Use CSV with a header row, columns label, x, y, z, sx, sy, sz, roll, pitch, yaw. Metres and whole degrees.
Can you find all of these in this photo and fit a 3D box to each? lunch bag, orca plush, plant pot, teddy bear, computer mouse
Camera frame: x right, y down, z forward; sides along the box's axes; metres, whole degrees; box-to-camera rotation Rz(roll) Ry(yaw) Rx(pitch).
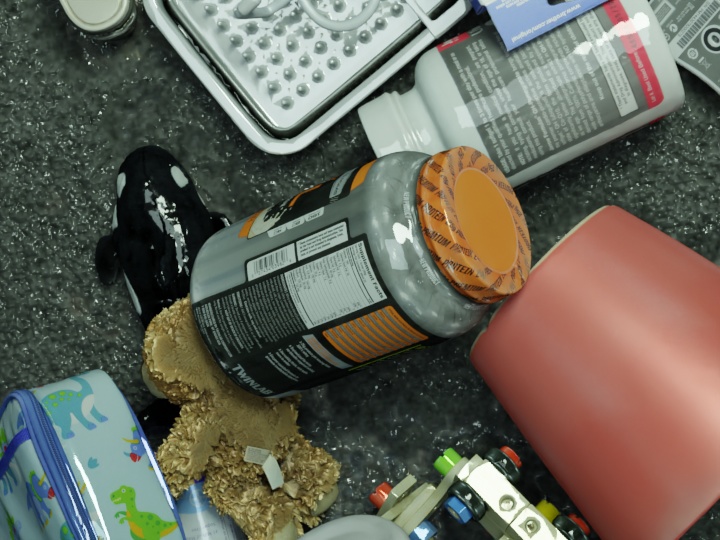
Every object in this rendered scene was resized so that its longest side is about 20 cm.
label,x,y,z,sx,sy,sz,roll,pitch,yaw
lunch bag,-0.193,0.162,0.982,0.082,0.200,0.161,-16,73,-30
orca plush,-0.145,0.012,1.040,0.105,0.071,0.200,7,92,6
plant pot,0.181,0.066,0.958,0.177,0.200,0.200,43,95,14
teddy bear,-0.089,0.111,1.009,0.200,0.067,0.145,44,57,-26
computer mouse,0.274,-0.141,0.996,0.200,0.044,0.110,47,135,7

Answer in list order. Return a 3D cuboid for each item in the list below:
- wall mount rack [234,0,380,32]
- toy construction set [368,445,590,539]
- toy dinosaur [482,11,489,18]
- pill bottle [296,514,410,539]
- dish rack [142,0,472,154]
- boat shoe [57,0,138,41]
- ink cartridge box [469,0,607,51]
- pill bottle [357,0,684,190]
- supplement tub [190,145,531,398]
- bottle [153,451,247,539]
label,x,y,z,sx,sy,sz,roll,pitch,yaw
wall mount rack,-0.039,-0.261,0.963,0.174,0.075,0.200,-33,86,26
toy construction set,0.100,0.188,1.001,0.200,0.131,0.092,30,70,10
toy dinosaur,0.173,-0.240,1.016,0.200,0.047,0.088,-12,97,9
pill bottle,0.019,0.271,0.987,0.109,0.109,0.200,-22,112,6
dish rack,-0.034,-0.197,1.038,0.200,0.044,0.172,-39,88,5
boat shoe,-0.212,-0.254,1.056,0.067,0.057,0.200,-23,84,3
ink cartridge box,0.097,-0.251,0.943,0.119,0.042,0.200,-28,89,-2
pill bottle,0.105,-0.116,0.991,0.200,0.111,0.111,-26,89,6
supplement tub,0.000,0.000,0.939,0.200,0.123,0.123,-21,89,33
bottle,-0.114,0.224,1.044,0.083,0.065,0.200,-15,90,10
